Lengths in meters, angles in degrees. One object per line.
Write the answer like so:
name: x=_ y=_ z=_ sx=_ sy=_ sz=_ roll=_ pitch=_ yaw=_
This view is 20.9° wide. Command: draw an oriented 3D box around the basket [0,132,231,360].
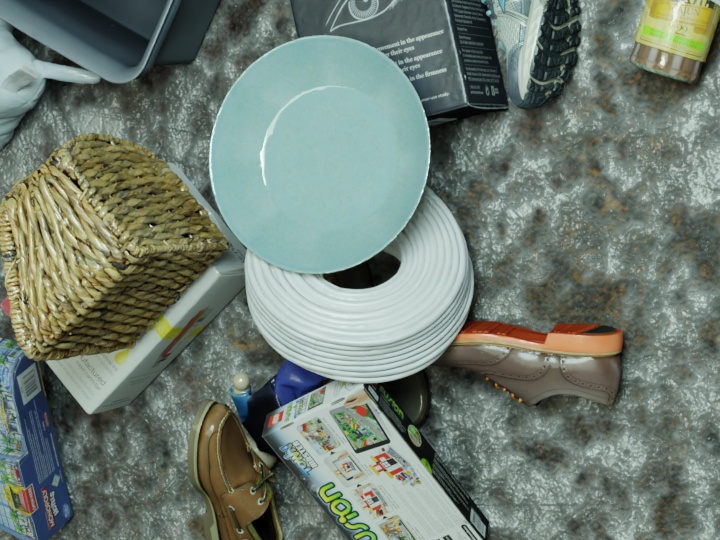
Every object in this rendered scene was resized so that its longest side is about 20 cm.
basket: x=-0.236 y=-0.023 z=1.688 sx=0.149 sy=0.200 sz=0.143 roll=-44 pitch=78 yaw=18

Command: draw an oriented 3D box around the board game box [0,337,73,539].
board game box: x=-0.393 y=0.154 z=1.907 sx=0.199 sy=0.062 sz=0.201 roll=9 pitch=123 yaw=29

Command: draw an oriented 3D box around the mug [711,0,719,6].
mug: x=0.368 y=-0.288 z=1.544 sx=0.133 sy=0.177 sz=0.201 roll=27 pitch=90 yaw=44

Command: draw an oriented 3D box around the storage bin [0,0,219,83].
storage bin: x=-0.227 y=-0.270 z=1.796 sx=0.200 sy=0.134 sz=0.146 roll=30 pitch=105 yaw=18

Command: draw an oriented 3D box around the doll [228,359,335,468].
doll: x=-0.054 y=0.130 z=1.763 sx=0.136 sy=0.048 sz=0.200 roll=42 pitch=131 yaw=-5

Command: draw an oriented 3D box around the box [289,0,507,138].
box: x=0.028 y=-0.221 z=1.702 sx=0.147 sy=0.104 sz=0.201 roll=-12 pitch=88 yaw=24

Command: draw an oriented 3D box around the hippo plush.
hippo plush: x=-0.379 y=-0.216 z=1.853 sx=0.200 sy=0.159 sz=0.161 roll=-29 pitch=70 yaw=42

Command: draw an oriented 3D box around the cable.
cable: x=0.000 y=0.000 z=1.685 sx=0.200 sy=0.200 sz=0.069 roll=29 pitch=148 yaw=20

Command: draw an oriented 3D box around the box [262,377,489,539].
box: x=0.015 y=0.184 z=1.718 sx=0.110 sy=0.035 sz=0.200 roll=-26 pitch=116 yaw=23

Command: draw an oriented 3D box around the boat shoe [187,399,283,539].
boat shoe: x=-0.107 y=0.191 z=1.771 sx=0.068 sy=0.072 sz=0.200 roll=13 pitch=142 yaw=19

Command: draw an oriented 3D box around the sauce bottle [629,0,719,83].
sauce bottle: x=0.279 y=-0.258 z=1.611 sx=0.065 sy=0.065 sz=0.201 roll=19 pitch=101 yaw=21

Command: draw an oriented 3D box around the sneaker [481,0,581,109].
sneaker: x=0.139 y=-0.237 z=1.678 sx=0.086 sy=0.078 sz=0.201 roll=3 pitch=87 yaw=33

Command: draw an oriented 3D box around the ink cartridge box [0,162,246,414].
ink cartridge box: x=-0.218 y=0.014 z=1.838 sx=0.200 sy=0.083 sz=0.145 roll=-45 pitch=76 yaw=19

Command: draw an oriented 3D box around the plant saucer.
plant saucer: x=-0.030 y=-0.096 z=1.651 sx=0.200 sy=0.039 sz=0.202 roll=-1 pitch=86 yaw=21

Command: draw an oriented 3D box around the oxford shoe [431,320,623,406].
oxford shoe: x=0.129 y=0.084 z=1.699 sx=0.199 sy=0.071 sz=0.073 roll=2 pitch=99 yaw=23

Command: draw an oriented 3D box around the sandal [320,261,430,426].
sandal: x=-0.004 y=0.055 z=1.762 sx=0.081 sy=0.055 sz=0.201 roll=-23 pitch=85 yaw=24
